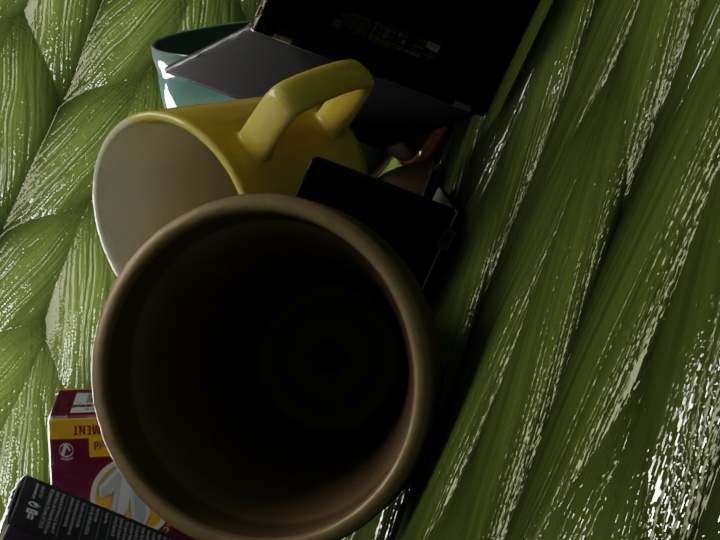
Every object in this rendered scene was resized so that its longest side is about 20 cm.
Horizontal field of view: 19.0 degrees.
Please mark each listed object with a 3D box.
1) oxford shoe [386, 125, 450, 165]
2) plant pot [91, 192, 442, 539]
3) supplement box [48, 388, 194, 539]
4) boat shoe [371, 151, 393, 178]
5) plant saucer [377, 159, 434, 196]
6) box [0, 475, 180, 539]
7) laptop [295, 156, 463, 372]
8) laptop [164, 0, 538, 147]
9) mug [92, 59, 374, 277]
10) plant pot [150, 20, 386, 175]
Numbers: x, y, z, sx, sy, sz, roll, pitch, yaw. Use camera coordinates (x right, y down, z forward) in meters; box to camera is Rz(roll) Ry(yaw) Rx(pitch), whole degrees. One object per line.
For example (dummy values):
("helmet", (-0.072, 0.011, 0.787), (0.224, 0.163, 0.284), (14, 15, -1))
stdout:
("oxford shoe", (0.023, -0.136, 1.747), (0.071, 0.072, 0.200), (-58, 20, 7))
("plant pot", (-0.039, 0.055, 1.263), (0.201, 0.200, 0.175), (-65, -10, 7))
("supplement box", (-0.181, 0.200, 1.725), (0.103, 0.130, 0.201), (-110, 18, -79))
("boat shoe", (0.016, -0.121, 1.877), (0.070, 0.071, 0.200), (-2, 30, 34))
("plant saucer", (0.000, 0.000, 1.645), (0.200, 0.037, 0.201), (-156, 90, -86))
("box", (-0.183, 0.261, 1.531), (0.104, 0.199, 0.149), (-95, 28, -76))
("laptop", (-0.021, 0.019, 1.453), (0.200, 0.116, 0.188), (-107, 42, -80))
("laptop", (0.000, -0.178, 1.473), (0.201, 0.187, 0.116), (-64, 30, 15))
("mug", (-0.061, -0.052, 1.429), (0.186, 0.150, 0.153), (-7, 12, 44))
("plant pot", (-0.058, -0.116, 1.661), (0.200, 0.199, 0.135), (-93, 0, -76))
